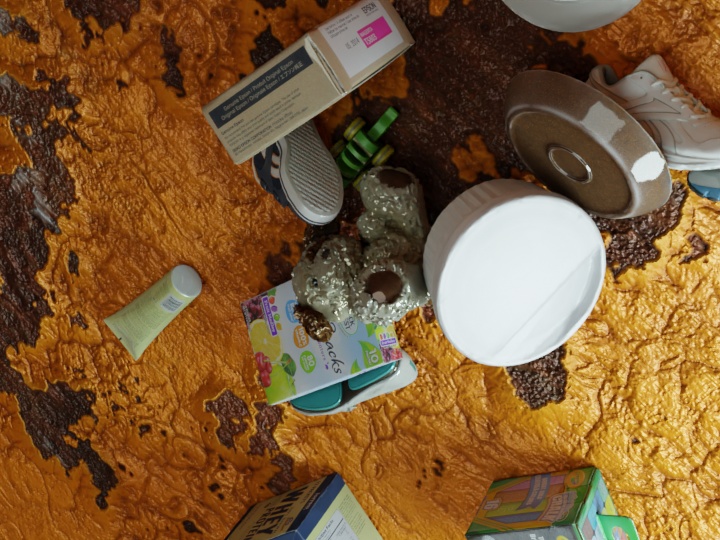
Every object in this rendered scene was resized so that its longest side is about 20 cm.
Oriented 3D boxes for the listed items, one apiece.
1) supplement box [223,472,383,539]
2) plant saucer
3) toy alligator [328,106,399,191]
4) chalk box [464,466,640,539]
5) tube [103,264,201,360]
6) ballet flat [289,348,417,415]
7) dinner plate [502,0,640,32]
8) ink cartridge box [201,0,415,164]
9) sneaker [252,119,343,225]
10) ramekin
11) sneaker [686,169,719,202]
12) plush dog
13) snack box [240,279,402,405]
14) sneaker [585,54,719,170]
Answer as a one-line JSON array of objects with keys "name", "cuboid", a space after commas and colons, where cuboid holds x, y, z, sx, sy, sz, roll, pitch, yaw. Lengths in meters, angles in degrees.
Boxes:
[{"name": "supplement box", "cuboid": [-0.075, 0.435, 1.470, 0.199, 0.134, 0.201, -28, 100, 35]}, {"name": "plant saucer", "cuboid": [0.220, -0.118, 1.030, 0.199, 0.035, 0.201, 37, 166, 11]}, {"name": "toy alligator", "cuboid": [-0.021, -0.117, 1.217, 0.059, 0.054, 0.200, 44, 126, 2]}, {"name": "chalk box", "cuboid": [0.253, 0.332, 1.258, 0.198, 0.124, 0.126, -15, 106, 31]}, {"name": "tube", "cuboid": [-0.299, 0.058, 1.457, 0.199, 0.051, 0.059, -38, 53, 39]}, {"name": "ballet flat", "cuboid": [-0.007, 0.155, 1.342, 0.198, 0.069, 0.070, -24, 102, 34]}, {"name": "dinner plate", "cuboid": [0.206, -0.337, 1.009, 0.197, 0.024, 0.203, 13, 120, 23]}, {"name": "ink cartridge box", "cuboid": [-0.053, -0.211, 1.097, 0.164, 0.200, 0.076, -28, 101, 34]}, {"name": "sneaker", "cuboid": [-0.076, -0.113, 1.192, 0.077, 0.202, 0.080, 6, 135, -28]}, {"name": "ramekin", "cuboid": [0.159, -0.005, 1.107, 0.199, 0.094, 0.205, -8, 118, -15]}, {"name": "sneaker", "cuboid": [0.423, -0.103, 0.995, 0.197, 0.075, 0.088, 4, 98, 25]}, {"name": "plush dog", "cuboid": [0.000, 0.000, 1.185, 0.169, 0.203, 0.161, -7, 148, 20]}, {"name": "snack box", "cuboid": [-0.054, 0.076, 1.305, 0.198, 0.053, 0.144, -23, 81, 34]}, {"name": "sneaker", "cuboid": [0.297, -0.158, 1.001, 0.198, 0.077, 0.101, 20, 114, 36]}]
